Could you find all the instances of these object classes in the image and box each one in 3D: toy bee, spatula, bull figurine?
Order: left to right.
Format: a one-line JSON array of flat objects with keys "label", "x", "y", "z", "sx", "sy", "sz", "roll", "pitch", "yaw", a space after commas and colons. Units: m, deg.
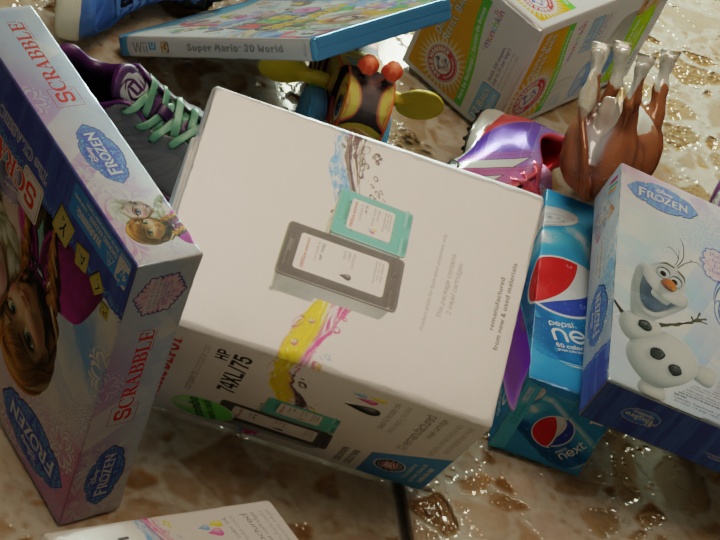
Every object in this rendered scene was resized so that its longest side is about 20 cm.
[{"label": "toy bee", "x": 0.004, "y": -0.119, "z": 1.270, "sx": 0.130, "sy": 0.109, "sz": 0.200, "roll": -1, "pitch": 45, "yaw": -31}, {"label": "spatula", "x": 0.090, "y": 0.017, "z": 1.130, "sx": 0.020, "sy": 0.057, "sz": 0.200, "roll": -12, "pitch": 24, "yaw": 5}, {"label": "bull figurine", "x": 0.187, "y": -0.102, "z": 1.299, "sx": 0.065, "sy": 0.122, "sz": 0.200, "roll": 13, "pitch": 12, "yaw": 11}]

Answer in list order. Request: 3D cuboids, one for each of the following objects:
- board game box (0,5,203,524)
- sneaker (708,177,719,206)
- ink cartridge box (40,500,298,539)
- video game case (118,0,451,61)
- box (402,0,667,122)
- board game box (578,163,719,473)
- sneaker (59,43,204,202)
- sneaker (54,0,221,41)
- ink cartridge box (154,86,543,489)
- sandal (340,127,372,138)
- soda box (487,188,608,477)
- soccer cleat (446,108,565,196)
[{"label": "board game box", "x": -0.170, "y": -0.002, "z": 0.970, "sx": 0.041, "sy": 0.200, "sz": 0.200, "roll": -13, "pitch": 50, "yaw": -34}, {"label": "sneaker", "x": 0.342, "y": -0.064, "z": 1.411, "sx": 0.099, "sy": 0.075, "sz": 0.200, "roll": 38, "pitch": 40, "yaw": 18}, {"label": "ink cartridge box", "x": -0.095, "y": 0.182, "z": 0.865, "sx": 0.200, "sy": 0.067, "sz": 0.117, "roll": -1, "pitch": 43, "yaw": -51}, {"label": "video game case", "x": -0.055, "y": -0.173, "z": 1.282, "sx": 0.199, "sy": 0.018, "sz": 0.143, "roll": 7, "pitch": 22, "yaw": 43}, {"label": "box", "x": 0.145, "y": -0.202, "z": 1.435, "sx": 0.101, "sy": 0.113, "sz": 0.200, "roll": 43, "pitch": 42, "yaw": 20}, {"label": "board game box", "x": 0.240, "y": 0.045, "z": 1.152, "sx": 0.199, "sy": 0.043, "sz": 0.200, "roll": 23, "pitch": 44, "yaw": -10}, {"label": "sneaker", "x": -0.125, "y": -0.085, "z": 1.152, "sx": 0.199, "sy": 0.088, "sz": 0.075, "roll": 21, "pitch": 64, "yaw": 14}, {"label": "sneaker", "x": -0.152, "y": -0.223, "z": 1.329, "sx": 0.111, "sy": 0.077, "sz": 0.200, "roll": 14, "pitch": 32, "yaw": 1}, {"label": "ink cartridge box", "x": -0.022, "y": 0.015, "z": 1.037, "sx": 0.199, "sy": 0.147, "sz": 0.147, "roll": 18, "pitch": 66, "yaw": -7}, {"label": "sandal", "x": 0.000, "y": 0.000, "z": 1.173, "sx": 0.080, "sy": 0.054, "sz": 0.201, "roll": -19, "pitch": 67, "yaw": -4}, {"label": "soda box", "x": 0.133, "y": 0.037, "z": 1.191, "sx": 0.064, "sy": 0.068, "sz": 0.200, "roll": 20, "pitch": 39, "yaw": -7}, {"label": "soccer cleat", "x": 0.096, "y": -0.053, "z": 1.267, "sx": 0.073, "sy": 0.069, "sz": 0.200, "roll": 11, "pitch": 33, "yaw": 14}]
